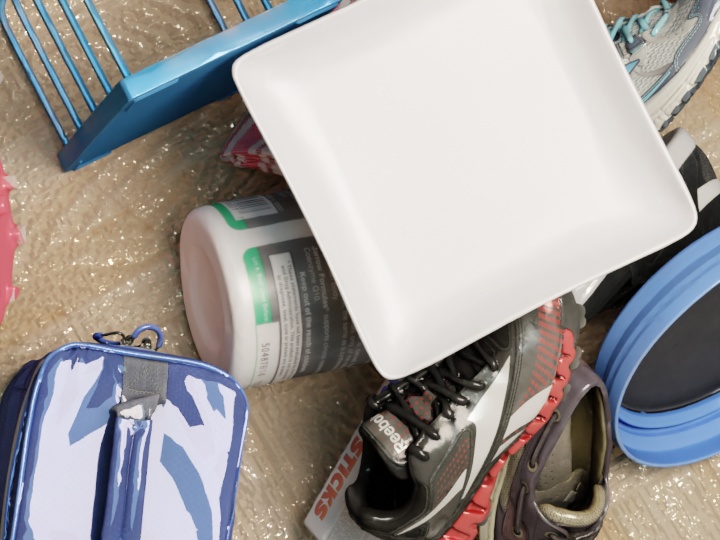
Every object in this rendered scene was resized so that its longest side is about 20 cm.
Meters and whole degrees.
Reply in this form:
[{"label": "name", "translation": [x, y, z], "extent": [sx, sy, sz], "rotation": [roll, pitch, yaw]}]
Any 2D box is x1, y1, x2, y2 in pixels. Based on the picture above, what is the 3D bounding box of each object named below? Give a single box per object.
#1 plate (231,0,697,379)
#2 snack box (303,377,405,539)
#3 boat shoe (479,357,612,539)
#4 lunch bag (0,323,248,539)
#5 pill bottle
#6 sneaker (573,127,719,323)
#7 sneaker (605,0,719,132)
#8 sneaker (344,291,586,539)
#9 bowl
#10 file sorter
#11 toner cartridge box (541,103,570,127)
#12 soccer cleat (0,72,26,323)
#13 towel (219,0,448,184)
[{"label": "plate", "translation": [0.058, -0.070, 1.475], "extent": [0.200, 0.032, 0.200], "rotation": [-27, 93, 1]}, {"label": "snack box", "translation": [0.042, 0.082, 1.592], "extent": [0.072, 0.024, 0.200], "rotation": [14, 113, -41]}, {"label": "boat shoe", "translation": [0.119, 0.138, 1.613], "extent": [0.072, 0.065, 0.200], "rotation": [-14, 120, -28]}, {"label": "lunch bag", "translation": [-0.141, 0.130, 1.535], "extent": [0.136, 0.132, 0.201], "rotation": [9, 81, -17]}, {"label": "pill bottle", "translation": [0.000, 0.000, 1.606], "extent": [0.199, 0.113, 0.113], "rotation": [-11, 87, -18]}, {"label": "sneaker", "translation": [0.194, 0.000, 1.656], "extent": [0.112, 0.073, 0.200], "rotation": [46, 45, -6]}, {"label": "sneaker", "translation": [0.160, -0.121, 1.644], "extent": [0.086, 0.200, 0.078], "rotation": [37, 32, -1]}, {"label": "sneaker", "translation": [0.055, 0.080, 1.530], "extent": [0.098, 0.071, 0.201], "rotation": [10, 117, -43]}, {"label": "bowl", "translation": [0.232, 0.039, 1.647], "extent": [0.200, 0.201, 0.039], "rotation": [-23, 55, -19]}, {"label": "file sorter", "translation": [-0.120, -0.157, 1.542], "extent": [0.139, 0.200, 0.123], "rotation": [-27, 88, -19]}, {"label": "toner cartridge box", "translation": [0.089, -0.113, 1.597], "extent": [0.043, 0.095, 0.200], "rotation": [21, 33, -24]}, {"label": "soccer cleat", "translation": [-0.247, -0.058, 1.567], "extent": [0.076, 0.067, 0.201], "rotation": [-5, 91, 13]}, {"label": "towel", "translation": [0.010, -0.118, 1.587], "extent": [0.030, 0.200, 0.147], "rotation": [43, 69, -39]}]
